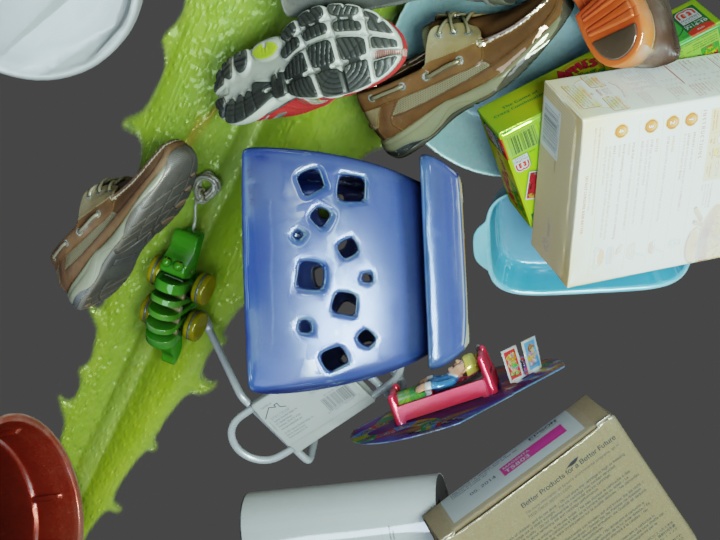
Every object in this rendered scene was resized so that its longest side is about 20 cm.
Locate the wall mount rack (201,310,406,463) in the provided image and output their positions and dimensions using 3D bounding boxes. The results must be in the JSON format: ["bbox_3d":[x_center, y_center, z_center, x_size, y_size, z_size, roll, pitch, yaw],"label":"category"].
[{"bbox_3d":[-0.058,0.086,1.507,0.200,0.075,0.174,-34,110,23],"label":"wall mount rack"}]

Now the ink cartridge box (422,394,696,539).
[{"bbox_3d":[0.185,0.241,1.502,0.200,0.075,0.165,-36,107,-2],"label":"ink cartridge box"}]

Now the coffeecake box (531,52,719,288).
[{"bbox_3d":[0.245,-0.084,1.280,0.200,0.073,0.154,-10,125,-16],"label":"coffeecake box"}]

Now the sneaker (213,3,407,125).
[{"bbox_3d":[-0.034,-0.172,1.345,0.200,0.085,0.077,-10,86,41],"label":"sneaker"}]

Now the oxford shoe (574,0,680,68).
[{"bbox_3d":[0.194,-0.244,1.267,0.071,0.073,0.200,-32,66,43],"label":"oxford shoe"}]

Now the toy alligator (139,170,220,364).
[{"bbox_3d":[-0.169,0.005,1.483,0.059,0.054,0.200,22,116,15],"label":"toy alligator"}]

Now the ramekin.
[{"bbox_3d":[-0.267,-0.268,1.344,0.202,0.094,0.203,4,117,7],"label":"ramekin"}]

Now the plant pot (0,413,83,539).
[{"bbox_3d":[-0.411,0.252,1.589,0.195,0.201,0.201,-10,115,23],"label":"plant pot"}]

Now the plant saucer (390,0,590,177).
[{"bbox_3d":[0.125,-0.177,1.358,0.201,0.039,0.201,4,117,7],"label":"plant saucer"}]

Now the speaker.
[{"bbox_3d":[-0.012,0.247,1.572,0.200,0.081,0.081,-8,115,13],"label":"speaker"}]

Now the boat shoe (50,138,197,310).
[{"bbox_3d":[-0.222,-0.050,1.458,0.072,0.076,0.200,48,117,12],"label":"boat shoe"}]

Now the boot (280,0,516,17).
[{"bbox_3d":[0.035,-0.290,1.298,0.200,0.073,0.182,6,82,31],"label":"boot"}]

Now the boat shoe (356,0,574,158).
[{"bbox_3d":[0.079,-0.172,1.306,0.200,0.076,0.074,-36,103,23],"label":"boat shoe"}]

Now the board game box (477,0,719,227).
[{"bbox_3d":[0.205,-0.128,1.310,0.200,0.048,0.102,-27,129,-3],"label":"board game box"}]

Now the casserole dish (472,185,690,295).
[{"bbox_3d":[0.198,-0.036,1.402,0.200,0.039,0.121,-3,130,4],"label":"casserole dish"}]

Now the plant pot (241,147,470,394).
[{"bbox_3d":[0.000,0.000,1.355,0.180,0.200,0.200,-3,87,3],"label":"plant pot"}]

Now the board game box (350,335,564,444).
[{"bbox_3d":[0.078,0.098,1.427,0.158,0.200,0.039,-12,98,53],"label":"board game box"}]
